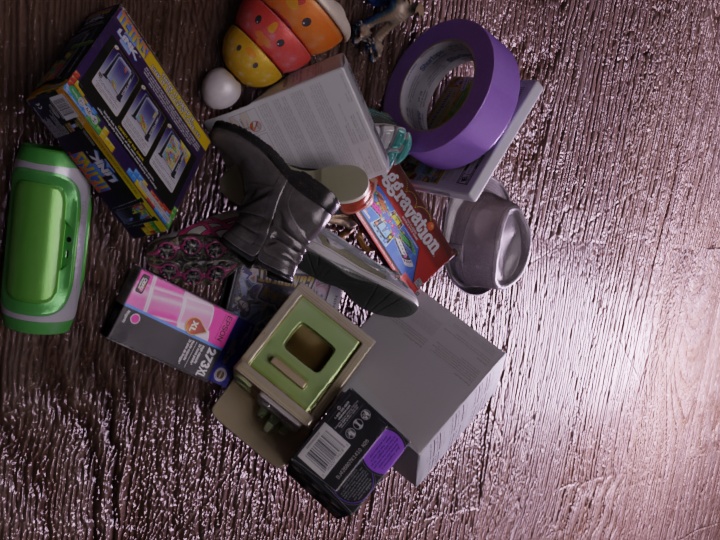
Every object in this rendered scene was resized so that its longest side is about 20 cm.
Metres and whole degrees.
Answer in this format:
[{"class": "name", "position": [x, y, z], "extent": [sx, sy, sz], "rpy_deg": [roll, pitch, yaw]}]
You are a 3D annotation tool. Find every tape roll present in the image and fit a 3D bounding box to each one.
[{"class": "tape roll", "position": [0.125, -0.248, 1.352], "extent": [0.065, 0.199, 0.203], "rpy_deg": [22, 88, -42]}]

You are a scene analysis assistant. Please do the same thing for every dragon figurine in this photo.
[{"class": "dragon figurine", "position": [0.047, -0.387, 1.337], "extent": [0.059, 0.098, 0.203], "rpy_deg": [36, 59, -40]}]

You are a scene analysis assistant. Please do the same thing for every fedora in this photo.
[{"class": "fedora", "position": [0.219, -0.050, 1.570], "extent": [0.175, 0.090, 0.203], "rpy_deg": [-6, 107, -41]}]

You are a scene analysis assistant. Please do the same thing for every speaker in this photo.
[{"class": "speaker", "position": [-0.350, -0.036, 1.067], "extent": [0.088, 0.088, 0.203], "rpy_deg": [1, 102, -42]}]

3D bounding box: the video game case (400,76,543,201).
[{"class": "video game case", "position": [0.151, -0.197, 1.402], "extent": [0.023, 0.181, 0.201], "rpy_deg": [41, 75, -37]}]

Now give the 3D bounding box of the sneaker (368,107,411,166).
[{"class": "sneaker", "position": [-0.031, -0.196, 1.318], "extent": [0.197, 0.092, 0.078], "rpy_deg": [9, 123, -20]}]

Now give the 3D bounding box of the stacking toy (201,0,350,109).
[{"class": "stacking toy", "position": [-0.121, -0.277, 1.193], "extent": [0.200, 0.146, 0.146], "rpy_deg": [-49, 131, 1]}]

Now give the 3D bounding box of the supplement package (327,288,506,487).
[{"class": "supplement package", "position": [0.074, 0.165, 1.408], "extent": [0.200, 0.190, 0.148], "rpy_deg": [-45, 158, -22]}]

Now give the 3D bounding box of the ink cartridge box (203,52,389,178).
[{"class": "ink cartridge box", "position": [-0.081, -0.171, 1.249], "extent": [0.197, 0.048, 0.161], "rpy_deg": [-18, 124, 13]}]

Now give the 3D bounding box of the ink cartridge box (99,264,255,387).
[{"class": "ink cartridge box", "position": [-0.225, 0.078, 1.230], "extent": [0.199, 0.037, 0.096], "rpy_deg": [30, 83, -37]}]

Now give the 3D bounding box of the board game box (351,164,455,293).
[{"class": "board game box", "position": [0.050, -0.073, 1.380], "extent": [0.103, 0.019, 0.201], "rpy_deg": [-41, 108, -23]}]

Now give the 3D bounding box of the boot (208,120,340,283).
[{"class": "boot", "position": [-0.134, -0.084, 1.167], "extent": [0.132, 0.199, 0.070], "rpy_deg": [-53, 165, -5]}]

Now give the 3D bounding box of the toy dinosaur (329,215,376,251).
[{"class": "toy dinosaur", "position": [-0.016, -0.078, 1.389], "extent": [0.197, 0.060, 0.108], "rpy_deg": [-12, 97, -28]}]

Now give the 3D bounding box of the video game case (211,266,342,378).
[{"class": "video game case", "position": [-0.115, 0.066, 1.349], "extent": [0.198, 0.025, 0.184], "rpy_deg": [11, 95, -43]}]

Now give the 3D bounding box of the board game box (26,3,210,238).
[{"class": "board game box", "position": [-0.263, -0.167, 1.076], "extent": [0.201, 0.056, 0.167], "rpy_deg": [59, 30, -35]}]

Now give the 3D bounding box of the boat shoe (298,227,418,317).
[{"class": "boat shoe", "position": [-0.001, 0.000, 1.346], "extent": [0.200, 0.074, 0.065], "rpy_deg": [28, 54, -14]}]

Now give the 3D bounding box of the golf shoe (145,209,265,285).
[{"class": "golf shoe", "position": [-0.179, -0.035, 1.232], "extent": [0.197, 0.092, 0.074], "rpy_deg": [-8, 123, -18]}]

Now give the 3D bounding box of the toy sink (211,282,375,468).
[{"class": "toy sink", "position": [-0.091, 0.140, 1.262], "extent": [0.130, 0.112, 0.201], "rpy_deg": [38, 74, 4]}]

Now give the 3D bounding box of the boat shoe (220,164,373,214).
[{"class": "boat shoe", "position": [-0.080, -0.102, 1.231], "extent": [0.063, 0.197, 0.072], "rpy_deg": [60, 31, -74]}]

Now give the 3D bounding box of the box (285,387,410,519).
[{"class": "box", "position": [-0.022, 0.247, 1.270], "extent": [0.122, 0.106, 0.200], "rpy_deg": [-48, 174, -17]}]
